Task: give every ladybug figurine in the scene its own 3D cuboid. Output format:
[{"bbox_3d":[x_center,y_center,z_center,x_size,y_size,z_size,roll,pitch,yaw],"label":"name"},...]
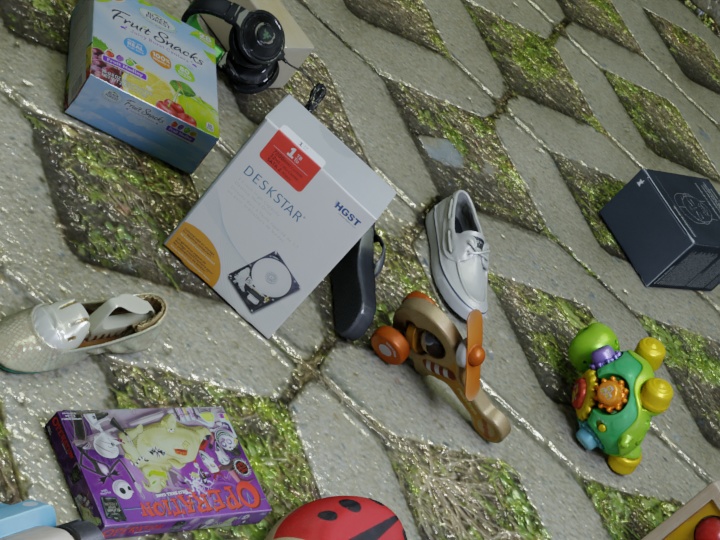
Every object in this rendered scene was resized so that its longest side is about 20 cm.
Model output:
[{"bbox_3d":[-0.015,0.269,1.471,0.136,0.072,0.200,48,31,7],"label":"ladybug figurine"}]

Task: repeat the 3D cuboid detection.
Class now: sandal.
[{"bbox_3d":[0.000,0.001,1.823,0.043,0.076,0.202,24,46,-25],"label":"sandal"}]

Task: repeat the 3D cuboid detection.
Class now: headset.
[{"bbox_3d":[-0.134,-0.253,1.924,0.198,0.124,0.095,28,66,2],"label":"headset"}]

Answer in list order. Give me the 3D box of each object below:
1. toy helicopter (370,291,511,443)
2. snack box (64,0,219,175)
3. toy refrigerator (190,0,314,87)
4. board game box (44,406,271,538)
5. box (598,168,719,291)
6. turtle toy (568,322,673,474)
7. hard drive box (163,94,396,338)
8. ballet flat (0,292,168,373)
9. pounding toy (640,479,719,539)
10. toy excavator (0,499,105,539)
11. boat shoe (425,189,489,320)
[{"bbox_3d":[0.112,0.112,1.778,0.079,0.132,0.201,-45,108,-31],"label":"toy helicopter"},{"bbox_3d":[-0.248,-0.225,1.804,0.167,0.068,0.201,25,33,-28],"label":"snack box"},{"bbox_3d":[-0.150,-0.336,2.046,0.070,0.076,0.201,-10,59,-54],"label":"toy refrigerator"},{"bbox_3d":[-0.180,0.180,1.432,0.199,0.032,0.121,3,53,-48],"label":"board game box"},{"bbox_3d":[0.490,-0.060,2.437,0.199,0.107,0.149,5,48,-48],"label":"box"},{"bbox_3d":[0.311,0.146,1.964,0.100,0.147,0.201,12,37,-8],"label":"turtle toy"},{"bbox_3d":[-0.086,-0.055,1.658,0.156,0.200,0.077,41,30,-2],"label":"hard drive box"},{"bbox_3d":[-0.257,0.047,1.465,0.199,0.062,0.068,-10,59,-54],"label":"ballet flat"},{"bbox_3d":[0.422,0.352,1.777,0.141,0.184,0.201,-1,52,-50],"label":"pounding toy"},{"bbox_3d":[-0.295,0.207,1.199,0.099,0.198,0.197,-13,105,-55],"label":"toy excavator"},{"bbox_3d":[0.130,-0.023,2.005,0.073,0.065,0.201,20,38,-34],"label":"boat shoe"}]
